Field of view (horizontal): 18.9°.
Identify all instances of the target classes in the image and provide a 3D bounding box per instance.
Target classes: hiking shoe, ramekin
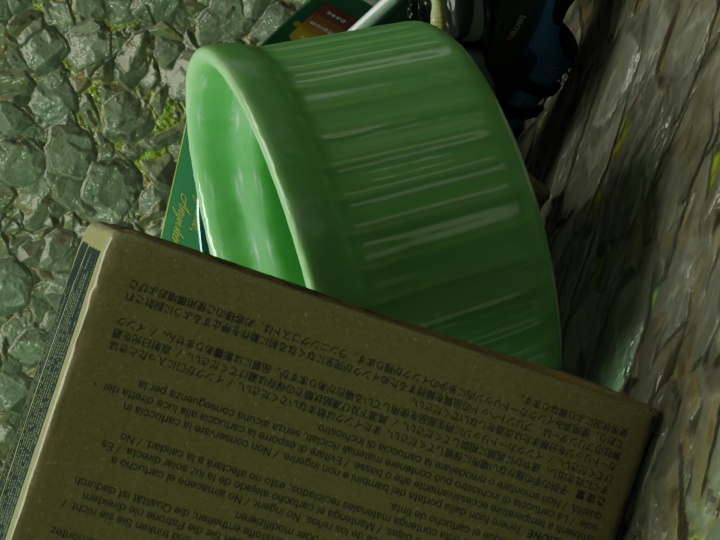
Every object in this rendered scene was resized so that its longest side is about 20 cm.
[{"bbox_3d":[0.069,-0.088,1.077,0.200,0.087,0.074,97,154,-59],"label":"hiking shoe"},{"bbox_3d":[0.005,-0.005,0.877,0.200,0.098,0.200,164,90,-77],"label":"ramekin"}]

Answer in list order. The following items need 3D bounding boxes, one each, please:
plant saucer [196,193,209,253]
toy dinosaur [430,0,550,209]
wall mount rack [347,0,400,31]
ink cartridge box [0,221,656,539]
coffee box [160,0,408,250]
[{"bbox_3d":[0.000,0.000,1.030,0.027,0.200,0.200,-27,-28,-42],"label":"plant saucer"},{"bbox_3d":[0.033,-0.039,1.025,0.058,0.101,0.200,-54,-9,-35],"label":"toy dinosaur"},{"bbox_3d":[0.036,-0.160,1.098,0.200,0.074,0.174,-6,-68,-54],"label":"wall mount rack"},{"bbox_3d":[-0.021,0.091,0.737,0.075,0.200,0.165,-160,90,-75],"label":"ink cartridge box"},{"bbox_3d":[-0.033,-0.090,1.186,0.200,0.044,0.123,-49,-15,-38],"label":"coffee box"}]
